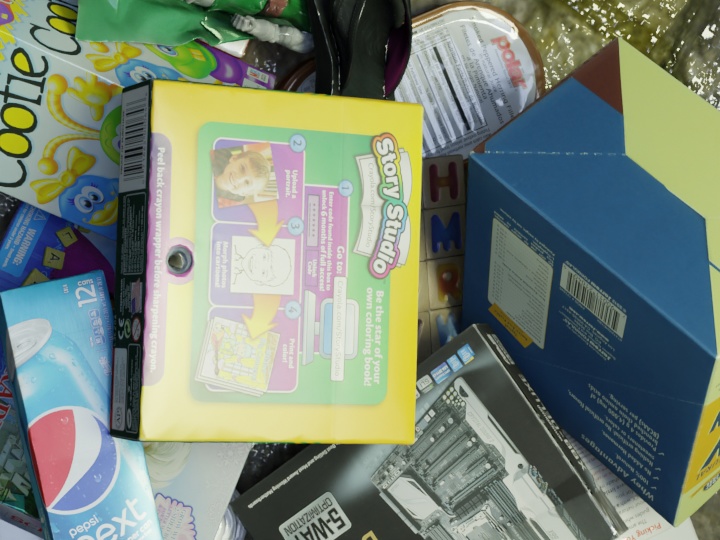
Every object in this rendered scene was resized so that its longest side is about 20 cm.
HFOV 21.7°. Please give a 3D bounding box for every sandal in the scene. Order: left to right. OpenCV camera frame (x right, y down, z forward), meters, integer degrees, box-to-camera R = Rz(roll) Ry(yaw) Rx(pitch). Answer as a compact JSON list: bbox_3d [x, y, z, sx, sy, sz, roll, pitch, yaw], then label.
[{"bbox_3d":[0.006,-0.141,1.167,0.075,0.048,0.202,-6,98,-38],"label":"sandal"}]

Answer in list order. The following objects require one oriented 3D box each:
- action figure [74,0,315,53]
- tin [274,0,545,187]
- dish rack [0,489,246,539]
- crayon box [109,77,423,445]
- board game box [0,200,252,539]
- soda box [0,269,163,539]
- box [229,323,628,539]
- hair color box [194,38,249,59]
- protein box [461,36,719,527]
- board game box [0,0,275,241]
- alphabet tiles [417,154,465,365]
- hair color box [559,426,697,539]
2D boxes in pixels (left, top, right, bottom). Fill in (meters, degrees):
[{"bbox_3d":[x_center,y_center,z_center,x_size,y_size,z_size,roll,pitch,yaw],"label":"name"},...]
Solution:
[{"bbox_3d":[-0.075,-0.180,1.160,0.199,0.055,0.119,10,88,-35],"label":"action figure"},{"bbox_3d":[0.031,-0.108,1.258,0.199,0.042,0.113,-24,98,-12],"label":"tin"},{"bbox_3d":[-0.184,0.185,1.199,0.199,0.044,0.173,25,83,-10],"label":"dish rack"},{"bbox_3d":[-0.052,-0.002,1.084,0.172,0.058,0.202,3,87,-27],"label":"crayon box"},{"bbox_3d":[-0.160,0.074,1.179,0.199,0.041,0.201,26,66,-11],"label":"board game box"},{"bbox_3d":[-0.162,0.106,1.097,0.064,0.068,0.201,-13,87,-15],"label":"soda box"},{"bbox_3d":[0.042,0.154,1.177,0.200,0.050,0.158,-36,79,12],"label":"box"},{"bbox_3d":[-0.150,-0.224,1.208,0.199,0.064,0.111,25,84,-13],"label":"hair color box"},{"bbox_3d":[0.177,0.009,1.156,0.135,0.201,0.198,-38,62,-22],"label":"protein box"},{"bbox_3d":[-0.166,-0.100,1.161,0.199,0.105,0.103,23,120,-11],"label":"board game box"},{"bbox_3d":[0.000,0.000,1.213,0.165,0.006,0.202,-8,99,-29],"label":"alphabet tiles"},{"bbox_3d":[0.166,0.195,1.257,0.110,0.064,0.201,-22,92,-14],"label":"hair color box"}]
